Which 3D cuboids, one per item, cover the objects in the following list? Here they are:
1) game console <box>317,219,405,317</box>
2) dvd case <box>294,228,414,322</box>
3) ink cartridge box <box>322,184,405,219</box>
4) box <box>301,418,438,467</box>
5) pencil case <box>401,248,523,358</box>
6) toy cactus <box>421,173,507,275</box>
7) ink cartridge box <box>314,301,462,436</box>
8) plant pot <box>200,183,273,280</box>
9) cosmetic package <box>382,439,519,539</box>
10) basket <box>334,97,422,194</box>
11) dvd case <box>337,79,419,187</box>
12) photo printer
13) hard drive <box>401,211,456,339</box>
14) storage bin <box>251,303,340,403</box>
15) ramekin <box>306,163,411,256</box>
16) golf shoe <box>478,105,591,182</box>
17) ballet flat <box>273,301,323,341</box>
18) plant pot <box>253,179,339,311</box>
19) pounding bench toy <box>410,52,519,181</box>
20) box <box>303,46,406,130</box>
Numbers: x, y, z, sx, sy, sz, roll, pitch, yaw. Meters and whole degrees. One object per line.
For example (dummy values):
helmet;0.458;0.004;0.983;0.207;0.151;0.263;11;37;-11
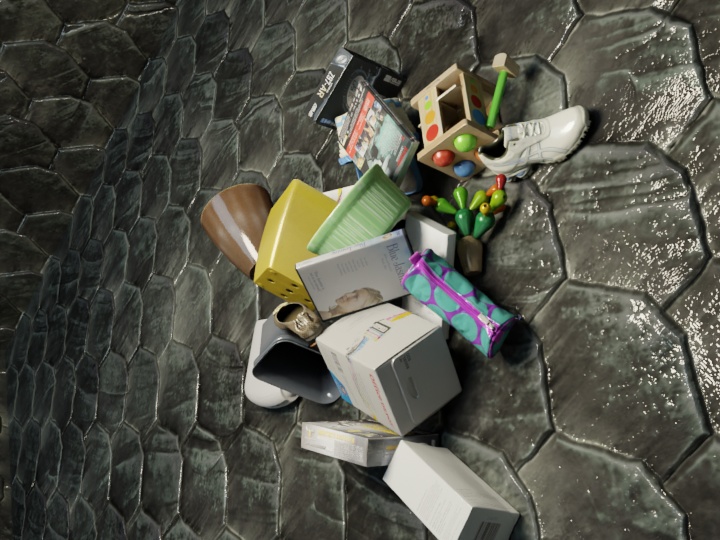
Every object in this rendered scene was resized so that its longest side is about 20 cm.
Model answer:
game console;0.000;0.000;1.578;0.117;0.175;0.200;68;159;5
dvd case;0.003;0.012;1.410;0.199;0.143;0.018;-18;41;7
ink cartridge box;-0.011;-0.119;1.688;0.200;0.116;0.068;-6;64;52
box;0.013;0.300;1.430;0.200;0.158;0.049;-2;84;54
pencil case;0.162;0.051;1.338;0.200;0.092;0.085;39;84;20
toy cactus;0.186;-0.076;1.443;0.200;0.102;0.166;-20;69;38
ink cartridge box;0.048;0.162;1.416;0.144;0.148;0.200;-33;28;-22
plant pot;-0.267;-0.077;1.989;0.187;0.187;0.200;-50;55;27
cosmetic package;0.138;0.355;1.282;0.200;0.113;0.081;33;102;56
basket;0.043;-0.245;1.675;0.176;0.139;0.201;-8;96;50
dvd case;0.030;-0.247;1.553;0.200;0.022;0.146;56;138;34
photo printer;-0.189;0.207;1.824;0.166;0.069;0.201;-10;67;51
hard drive;0.120;0.009;1.462;0.132;0.026;0.201;35;129;53
storage bin;-0.110;0.154;1.647;0.146;0.200;0.135;-48;32;29
ramekin;0.003;-0.085;1.467;0.200;0.098;0.200;-50;1;1
golf shoe;0.285;-0.217;1.355;0.200;0.097;0.079;-33;48;39
ballet flat;-0.124;0.085;1.515;0.067;0.046;0.200;-46;22;-8
plant pot;-0.107;-0.032;1.633;0.177;0.200;0.200;-65;12;-21
pounding bench toy;0.207;-0.276;1.462;0.200;0.124;0.157;-33;50;41
box;-0.010;-0.372;1.732;0.044;0.200;0.160;44;111;30
